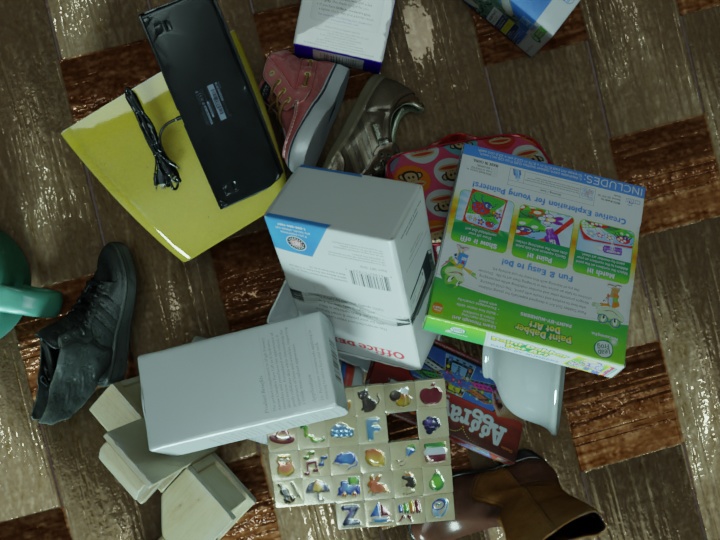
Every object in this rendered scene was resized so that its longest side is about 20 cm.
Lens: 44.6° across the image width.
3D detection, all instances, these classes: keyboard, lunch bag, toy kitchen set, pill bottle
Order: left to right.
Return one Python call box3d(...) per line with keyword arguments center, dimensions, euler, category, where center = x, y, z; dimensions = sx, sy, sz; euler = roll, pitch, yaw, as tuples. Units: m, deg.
box3d(center=(-0.260, 0.254, 0.958), dimensions=(0.200, 0.163, 0.181), euler=(46, 100, 9), category="toy kitchen set")
box3d(center=(-0.164, -0.155, 0.855), dimensions=(0.126, 0.021, 0.202), euler=(-25, 109, -12), category="keyboard")
box3d(center=(-0.103, 0.139, 0.998), dimensions=(0.197, 0.112, 0.114), euler=(17, 89, -3), category="pill bottle")
box3d(center=(0.125, -0.086, 0.999), dimensions=(0.197, 0.082, 0.178), euler=(-10, 53, -11), category="lunch bag")

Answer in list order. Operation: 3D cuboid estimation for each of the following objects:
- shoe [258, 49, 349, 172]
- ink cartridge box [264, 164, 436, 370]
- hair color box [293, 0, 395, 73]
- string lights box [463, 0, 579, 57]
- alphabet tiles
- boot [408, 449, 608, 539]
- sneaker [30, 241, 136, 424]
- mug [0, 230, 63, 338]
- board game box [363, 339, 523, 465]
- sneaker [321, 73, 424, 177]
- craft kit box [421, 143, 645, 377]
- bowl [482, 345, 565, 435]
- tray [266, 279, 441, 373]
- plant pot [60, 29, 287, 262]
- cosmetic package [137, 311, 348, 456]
box3d(center=(-0.077, -0.180, 0.979), dimensions=(0.090, 0.201, 0.072), euler=(17, 130, 1), category="shoe")
box3d(center=(0.000, 0.000, 0.919), dimensions=(0.143, 0.201, 0.085), euler=(12, 51, 24), category="ink cartridge box")
box3d(center=(-0.008, -0.346, 1.032), dimensions=(0.108, 0.065, 0.203), euler=(12, 91, -3), category="hair color box")
box3d(center=(0.152, -0.345, 1.021), dimensions=(0.199, 0.103, 0.059), euler=(38, 88, -2), category="string lights box")
box3d(center=(0.000, 0.204, 0.953), dimensions=(0.197, 0.008, 0.170), euler=(-5, 106, 2), category="alphabet tiles")
box3d(center=(0.153, 0.283, 0.965), dimensions=(0.186, 0.200, 0.069), euler=(-19, 100, -4), category="boot")
box3d(center=(-0.315, 0.067, 0.990), dimensions=(0.103, 0.060, 0.203), euler=(2, 93, -44), category="sneaker")
box3d(center=(-0.446, 0.010, 0.977), dimensions=(0.183, 0.114, 0.154), euler=(-22, 91, -3), category="mug")
box3d(center=(0.102, 0.141, 1.019), dimensions=(0.198, 0.019, 0.104), euler=(25, 63, -13), category="board game box")
box3d(center=(0.006, -0.129, 1.022), dimensions=(0.075, 0.070, 0.202), euler=(24, 87, 9), category="sneaker")
box3d(center=(0.178, -0.013, 0.886), dimensions=(0.197, 0.049, 0.200), euler=(14, 65, 2), category="craft kit box")
box3d(center=(0.188, 0.078, 0.988), dimensions=(0.089, 0.201, 0.204), euler=(6, 89, 14), category="bowl")
box3d(center=(-0.003, 0.057, 1.049), dimensions=(0.198, 0.022, 0.109), euler=(26, 87, -3), category="tray")
box3d(center=(-0.179, -0.126, 0.965), dimensions=(0.199, 0.200, 0.178), euler=(-32, 103, -3), category="plant pot")
box3d(center=(-0.119, 0.118, 0.902), dimensions=(0.197, 0.074, 0.103), euler=(-13, 72, 6), category="cosmetic package")
